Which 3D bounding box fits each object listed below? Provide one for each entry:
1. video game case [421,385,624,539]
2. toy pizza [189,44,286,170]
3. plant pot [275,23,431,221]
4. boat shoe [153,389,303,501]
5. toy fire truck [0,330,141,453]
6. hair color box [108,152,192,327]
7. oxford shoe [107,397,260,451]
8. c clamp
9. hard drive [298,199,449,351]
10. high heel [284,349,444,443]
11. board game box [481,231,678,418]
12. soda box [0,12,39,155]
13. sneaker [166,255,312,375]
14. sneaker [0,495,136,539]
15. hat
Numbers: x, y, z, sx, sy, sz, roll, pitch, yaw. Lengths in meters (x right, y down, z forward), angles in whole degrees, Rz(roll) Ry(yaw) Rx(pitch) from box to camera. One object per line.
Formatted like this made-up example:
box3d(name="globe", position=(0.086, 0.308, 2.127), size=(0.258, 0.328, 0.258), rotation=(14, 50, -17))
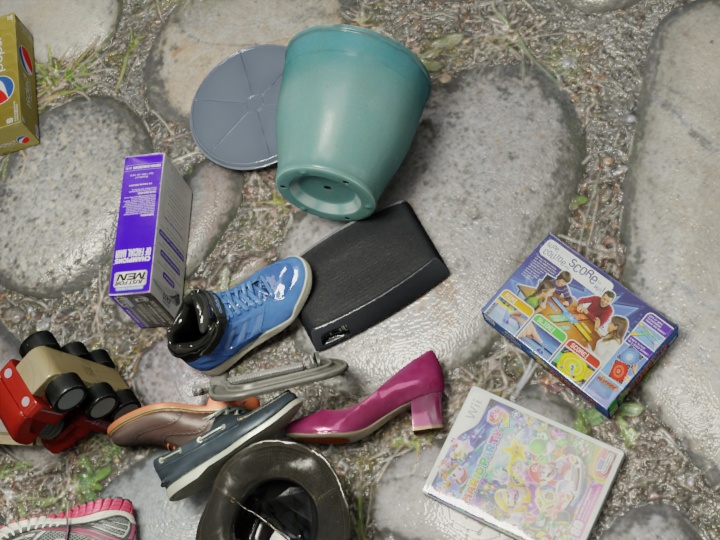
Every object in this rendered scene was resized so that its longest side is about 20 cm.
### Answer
box3d(name="video game case", position=(0.188, 0.236, 1.471), size=(0.198, 0.018, 0.145), rotation=(22, 74, 23))
box3d(name="toy pizza", position=(-0.143, -0.226, 1.768), size=(0.197, 0.032, 0.203), rotation=(-7, 64, 13))
box3d(name="plant pot", position=(-0.025, -0.175, 1.614), size=(0.197, 0.201, 0.191), rotation=(7, 66, 18))
box3d(name="boat shoe", position=(-0.158, 0.196, 1.502), size=(0.199, 0.075, 0.062), rotation=(-37, 71, 11))
box3d(name="toy fire truck", position=(-0.406, 0.178, 1.580), size=(0.200, 0.176, 0.129), rotation=(-46, 62, 8))
box3d(name="hair color box", position=(-0.275, -0.039, 1.672), size=(0.064, 0.110, 0.203), rotation=(-6, 64, 12))
box3d(name="oxford shoe", position=(-0.220, 0.204, 1.568), size=(0.197, 0.071, 0.074), rotation=(-10, 68, 10))
box3d(name="c clamp", position=(-0.114, 0.129, 1.550), size=(0.197, 0.171, 0.028), rotation=(-11, 94, -5))
box3d(name="hard drive", position=(0.000, 0.000, 1.617), size=(0.198, 0.042, 0.136), rotation=(-30, 61, 0))
box3d(name="high heel", position=(0.004, 0.153, 1.526), size=(0.196, 0.067, 0.098), rotation=(-8, 74, 6))
box3d(name="board game box", position=(0.262, 0.063, 1.521), size=(0.199, 0.035, 0.135), rotation=(39, 80, 27))
box3d(name="soda box", position=(-0.524, -0.278, 1.876), size=(0.067, 0.064, 0.203), rotation=(-15, 62, 8))
box3d(name="sneaker", position=(-0.155, 0.047, 1.574), size=(0.199, 0.111, 0.077), rotation=(-39, 59, 12))
box3d(name="sneaker", position=(-0.370, 0.336, 1.540), size=(0.197, 0.081, 0.076), rotation=(-17, 64, 6))
box3d(name="hat", position=(-0.091, 0.300, 1.478), size=(0.197, 0.081, 0.204), rotation=(-2, 81, 16))
